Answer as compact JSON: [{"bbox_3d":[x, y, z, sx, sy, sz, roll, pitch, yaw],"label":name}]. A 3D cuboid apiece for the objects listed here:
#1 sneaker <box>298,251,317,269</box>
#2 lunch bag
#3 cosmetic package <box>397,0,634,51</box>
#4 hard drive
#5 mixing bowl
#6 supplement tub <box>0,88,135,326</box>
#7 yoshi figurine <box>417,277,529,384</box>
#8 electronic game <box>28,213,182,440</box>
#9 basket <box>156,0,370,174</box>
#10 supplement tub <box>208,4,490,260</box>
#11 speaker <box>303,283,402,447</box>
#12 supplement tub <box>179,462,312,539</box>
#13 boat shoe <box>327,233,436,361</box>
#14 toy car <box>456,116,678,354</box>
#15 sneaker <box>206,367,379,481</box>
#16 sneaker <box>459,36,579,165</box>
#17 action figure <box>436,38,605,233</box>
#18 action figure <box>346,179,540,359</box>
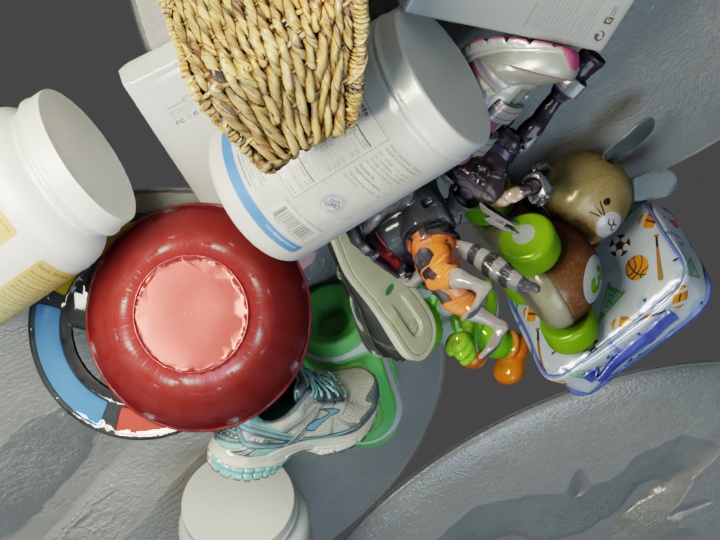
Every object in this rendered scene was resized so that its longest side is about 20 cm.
[{"bbox_3d":[-0.117,0.045,1.411,0.198,0.106,0.075,-24,172,7],"label":"sneaker"},{"bbox_3d":[0.249,0.028,1.543,0.200,0.161,0.075,-41,138,20],"label":"lunch bag"},{"bbox_3d":[0.113,-0.245,1.203,0.198,0.102,0.072,4,134,-32],"label":"cosmetic package"},{"bbox_3d":[-0.103,-0.128,1.291,0.131,0.026,0.201,-26,142,3],"label":"hard drive"},{"bbox_3d":[-0.139,0.039,1.279,0.198,0.202,0.108,-20,179,-3],"label":"mixing bowl"},{"bbox_3d":[-0.292,-0.038,1.207,0.199,0.145,0.144,-32,141,12],"label":"supplement tub"},{"bbox_3d":[0.084,0.064,1.550,0.112,0.113,0.200,-31,139,21],"label":"yoshi figurine"},{"bbox_3d":[-0.196,0.050,1.350,0.198,0.202,0.042,-24,-176,1],"label":"electronic game"},{"bbox_3d":[-0.052,-0.189,1.104,0.148,0.201,0.143,-32,140,11],"label":"basket"},{"bbox_3d":[-0.011,-0.106,1.214,0.199,0.133,0.132,-30,143,25],"label":"supplement tub"},{"bbox_3d":[-0.010,0.101,1.561,0.088,0.089,0.201,-21,142,-2],"label":"speaker"},{"bbox_3d":[-0.122,0.305,1.683,0.143,0.145,0.201,-17,142,-7],"label":"supplement tub"},{"bbox_3d":[0.000,0.000,1.424,0.072,0.067,0.201,-43,118,-34],"label":"boat shoe"},{"bbox_3d":[0.218,-0.052,1.458,0.199,0.158,0.165,-36,137,-2],"label":"toy car"},{"bbox_3d":[-0.051,0.125,1.412,0.199,0.077,0.087,-23,135,-41],"label":"sneaker"},{"bbox_3d":[0.098,-0.137,1.273,0.199,0.089,0.081,-15,170,38],"label":"sneaker"},{"bbox_3d":[0.134,-0.122,1.356,0.129,0.069,0.201,33,108,-12],"label":"action figure"},{"bbox_3d":[0.071,-0.019,1.346,0.104,0.194,0.200,-40,156,10],"label":"action figure"}]
